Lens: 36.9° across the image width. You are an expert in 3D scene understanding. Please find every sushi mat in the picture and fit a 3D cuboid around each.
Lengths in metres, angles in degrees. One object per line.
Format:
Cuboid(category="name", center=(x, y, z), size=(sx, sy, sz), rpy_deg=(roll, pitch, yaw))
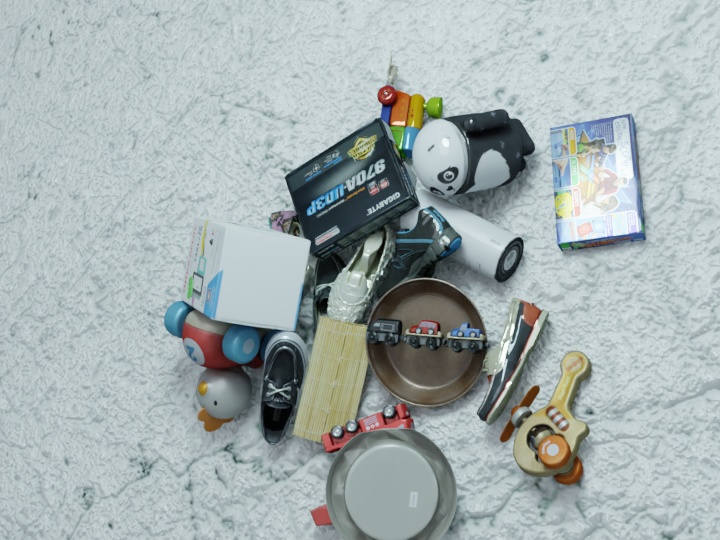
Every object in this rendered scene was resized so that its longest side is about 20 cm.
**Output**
Cuboid(category="sushi mat", center=(-0.042, 0.180, 1.739), size=(0.094, 0.012, 0.203), rpy_deg=(13, 94, -4))

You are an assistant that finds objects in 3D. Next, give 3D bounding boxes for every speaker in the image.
Cuboid(category="speaker", center=(0.160, -0.058, 1.740), size=(0.199, 0.081, 0.082), rpy_deg=(29, 86, 31))

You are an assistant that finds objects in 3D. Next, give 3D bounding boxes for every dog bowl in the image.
Cuboid(category="dog bowl", center=(0.048, 0.334, 1.634), size=(0.197, 0.059, 0.203), rpy_deg=(0, 85, 6))

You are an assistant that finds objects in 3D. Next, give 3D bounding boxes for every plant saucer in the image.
Cuboid(category="plant saucer", center=(0.106, 0.113, 1.704), size=(0.197, 0.037, 0.204), rpy_deg=(1, 92, 17))

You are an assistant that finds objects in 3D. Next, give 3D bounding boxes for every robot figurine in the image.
Cuboid(category="robot figurine", center=(0.179, -0.187, 1.724), size=(0.124, 0.197, 0.153), rpy_deg=(29, 126, 58))

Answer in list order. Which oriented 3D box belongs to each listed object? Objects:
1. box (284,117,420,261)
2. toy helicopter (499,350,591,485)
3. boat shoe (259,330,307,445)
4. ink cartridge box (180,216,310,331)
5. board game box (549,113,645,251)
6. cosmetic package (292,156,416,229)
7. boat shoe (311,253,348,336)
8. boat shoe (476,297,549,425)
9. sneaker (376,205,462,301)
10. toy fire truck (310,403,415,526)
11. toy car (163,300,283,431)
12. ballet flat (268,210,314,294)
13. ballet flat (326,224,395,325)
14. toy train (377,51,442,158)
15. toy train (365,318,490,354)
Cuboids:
Cuboid(category="box", center=(-0.016, -0.133, 1.781), size=(0.198, 0.046, 0.161), rpy_deg=(-29, 64, 19))
Cuboid(category="toy helicopter", center=(0.284, 0.210, 1.607), size=(0.131, 0.079, 0.202), rpy_deg=(12, 67, 37))
Cuboid(category="boat shoe", center=(-0.130, 0.192, 1.732), size=(0.071, 0.202, 0.068), rpy_deg=(12, 32, -4))
Cuboid(category="ink cartridge box", center=(-0.191, 0.002, 1.755), size=(0.200, 0.144, 0.149), rpy_deg=(-163, 83, -66))
Cuboid(category="board game box", center=(0.371, -0.138, 1.696), size=(0.133, 0.034, 0.203), rpy_deg=(-7, 69, 22))
Cuboid(category="cosmetic package", center=(-0.010, -0.134, 1.852), size=(0.197, 0.074, 0.103), rpy_deg=(5, 74, 25))
Cuboid(category="boat shoe", center=(-0.046, 0.056, 1.808), size=(0.075, 0.060, 0.203), rpy_deg=(-20, 65, 17))
Cuboid(category="boat shoe", center=(0.221, 0.138, 1.646), size=(0.062, 0.071, 0.202), rpy_deg=(24, 77, 14))
Cuboid(category="sneaker", center=(0.083, -0.022, 1.733), size=(0.082, 0.073, 0.200), rpy_deg=(54, 129, 14))
Cuboid(category="toy fire truck", center=(0.004, 0.306, 1.697), size=(0.198, 0.049, 0.143), rpy_deg=(-22, 77, 8))
Cuboid(category="toy car", center=(-0.235, 0.174, 1.803), size=(0.183, 0.176, 0.203), rpy_deg=(16, 92, 39))
Cuboid(category="ballet flat", center=(-0.117, -0.018, 1.867), size=(0.070, 0.069, 0.203), rpy_deg=(-15, 62, 15))
Cuboid(category="ballet flat", center=(0.000, 0.000, 1.773), size=(0.071, 0.072, 0.202), rpy_deg=(12, 62, 27))
Cuboid(category="toy train", center=(0.091, -0.288, 1.858), size=(0.114, 0.085, 0.203), rpy_deg=(4, 74, 15))
Cuboid(category="toy train", center=(0.104, 0.099, 1.670), size=(0.197, 0.034, 0.047), rpy_deg=(4, 81, 18))
